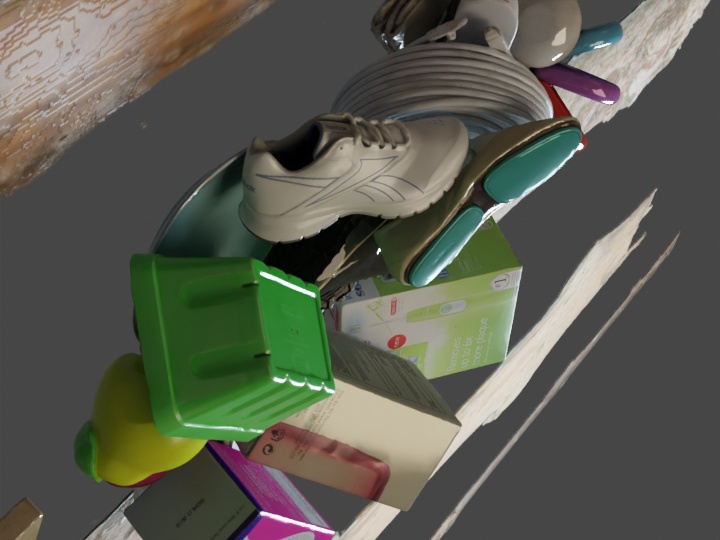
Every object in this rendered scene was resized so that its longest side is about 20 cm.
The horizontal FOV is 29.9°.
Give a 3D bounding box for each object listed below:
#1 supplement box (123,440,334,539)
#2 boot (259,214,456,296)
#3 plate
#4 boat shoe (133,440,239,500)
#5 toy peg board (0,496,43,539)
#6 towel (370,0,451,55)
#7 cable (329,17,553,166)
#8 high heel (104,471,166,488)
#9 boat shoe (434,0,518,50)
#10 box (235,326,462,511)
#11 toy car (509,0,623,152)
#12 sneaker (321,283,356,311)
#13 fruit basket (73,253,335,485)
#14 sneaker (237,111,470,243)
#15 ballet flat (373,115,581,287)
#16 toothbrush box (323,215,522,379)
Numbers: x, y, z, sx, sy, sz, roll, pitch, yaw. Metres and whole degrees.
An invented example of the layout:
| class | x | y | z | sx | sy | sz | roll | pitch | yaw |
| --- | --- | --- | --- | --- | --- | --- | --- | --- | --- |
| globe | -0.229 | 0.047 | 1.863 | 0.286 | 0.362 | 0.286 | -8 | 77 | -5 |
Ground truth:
| class | x | y | z | sx | sy | sz | roll | pitch | yaw |
| --- | --- | --- | --- | --- | --- | --- | --- | --- | --- |
| supplement box | -0.118 | 0.239 | 1.274 | 0.101 | 0.103 | 0.200 | -45 | 154 | 1 |
| boot | 0.000 | 0.000 | 1.209 | 0.200 | 0.078 | 0.138 | -40 | 139 | 23 |
| plate | -0.124 | -0.025 | 1.107 | 0.200 | 0.025 | 0.201 | -47 | 160 | -23 |
| boat shoe | -0.138 | 0.163 | 1.325 | 0.200 | 0.071 | 0.070 | -41 | 159 | -35 |
| toy peg board | -0.335 | 0.231 | 0.946 | 0.200 | 0.098 | 0.199 | -44 | 175 | -29 |
| towel | 0.072 | -0.238 | 1.224 | 0.133 | 0.034 | 0.200 | -54 | 163 | -1 |
| cable | 0.072 | -0.120 | 1.186 | 0.198 | 0.070 | 0.199 | -21 | 146 | 31 |
| high heel | -0.161 | 0.111 | 1.182 | 0.096 | 0.067 | 0.200 | -54 | 180 | 30 |
| boat shoe | 0.096 | -0.202 | 1.194 | 0.201 | 0.071 | 0.069 | 106 | -5 | -61 |
| box | -0.025 | 0.131 | 1.295 | 0.199 | 0.128 | 0.110 | 24 | 105 | -32 |
| toy car | 0.187 | -0.195 | 1.363 | 0.201 | 0.149 | 0.175 | -60 | 177 | 13 |
| sneaker | -0.028 | -0.022 | 1.284 | 0.199 | 0.079 | 0.075 | -29 | 122 | -24 |
| fruit basket | -0.138 | 0.077 | 1.053 | 0.213 | 0.158 | 0.216 | -10 | 168 | -2 |
| sneaker | -0.002 | -0.086 | 1.066 | 0.198 | 0.075 | 0.088 | -19 | 140 | -16 |
| ballet flat | 0.092 | -0.072 | 1.120 | 0.200 | 0.070 | 0.069 | -41 | 162 | 3 |
| toothbrush box | 0.057 | 0.039 | 1.414 | 0.197 | 0.087 | 0.147 | -11 | 136 | -16 |
